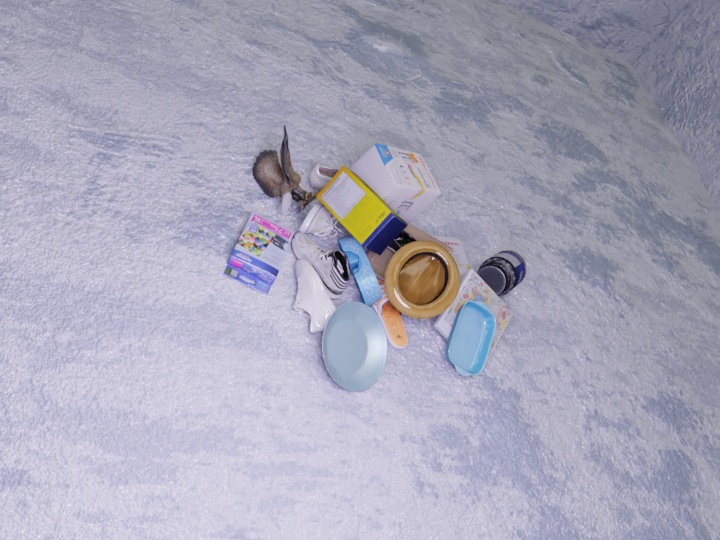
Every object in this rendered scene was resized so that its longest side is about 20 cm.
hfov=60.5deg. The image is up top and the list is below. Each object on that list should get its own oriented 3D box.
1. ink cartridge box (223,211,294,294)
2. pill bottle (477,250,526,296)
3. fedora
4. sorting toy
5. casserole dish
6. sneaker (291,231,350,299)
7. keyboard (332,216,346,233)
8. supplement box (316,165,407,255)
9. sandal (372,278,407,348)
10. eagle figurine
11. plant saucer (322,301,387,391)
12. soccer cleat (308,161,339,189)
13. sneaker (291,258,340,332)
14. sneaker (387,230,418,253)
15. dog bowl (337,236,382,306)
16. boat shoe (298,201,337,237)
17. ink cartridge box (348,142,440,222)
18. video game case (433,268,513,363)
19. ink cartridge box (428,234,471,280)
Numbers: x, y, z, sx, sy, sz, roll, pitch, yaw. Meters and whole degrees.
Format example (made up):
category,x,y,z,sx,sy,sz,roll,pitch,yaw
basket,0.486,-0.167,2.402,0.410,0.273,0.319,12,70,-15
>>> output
category,x,y,z,sx,sy,sz,roll,pitch,yaw
ink cartridge box,-0.241,-0.045,1.484,0.119,0.042,0.201,26,46,-12
pill bottle,0.399,0.011,1.767,0.112,0.112,0.200,48,28,11
fedora,0.148,0.027,1.538,0.199,0.082,0.202,2,77,-9
sorting toy,0.122,-0.032,1.647,0.185,0.037,0.200,32,63,21
casserole dish,0.276,0.172,1.570,0.121,0.039,0.201,31,66,-21
sneaker,-0.087,-0.039,1.522,0.075,0.115,0.201,-24,70,-41
keyboard,-0.029,-0.174,1.750,0.056,0.011,0.200,32,43,1
supplement box,0.004,-0.151,1.556,0.200,0.109,0.109,47,10,21
sandal,0.082,0.096,1.561,0.079,0.059,0.207,-2,56,-35
eagle figurine,-0.195,-0.251,1.615,0.200,0.152,0.151,52,0,-7
plant saucer,-0.021,0.173,1.410,0.200,0.039,0.202,9,77,-43
soccer cleat,-0.048,-0.239,1.733,0.199,0.078,0.070,20,45,-13
sneaker,-0.127,0.058,1.459,0.088,0.075,0.200,-25,58,-10
sneaker,0.089,-0.095,1.618,0.200,0.083,0.072,34,63,22
dog bowl,0.000,0.000,1.540,0.049,0.112,0.201,-21,59,-5
boat shoe,-0.094,-0.123,1.593,0.086,0.075,0.202,34,19,-1
ink cartridge box,0.090,-0.238,1.707,0.199,0.145,0.148,1,58,-47
video game case,0.302,0.128,1.627,0.182,0.023,0.200,44,62,-16
ink cartridge box,0.230,0.008,1.712,0.144,0.084,0.201,5,53,-29
